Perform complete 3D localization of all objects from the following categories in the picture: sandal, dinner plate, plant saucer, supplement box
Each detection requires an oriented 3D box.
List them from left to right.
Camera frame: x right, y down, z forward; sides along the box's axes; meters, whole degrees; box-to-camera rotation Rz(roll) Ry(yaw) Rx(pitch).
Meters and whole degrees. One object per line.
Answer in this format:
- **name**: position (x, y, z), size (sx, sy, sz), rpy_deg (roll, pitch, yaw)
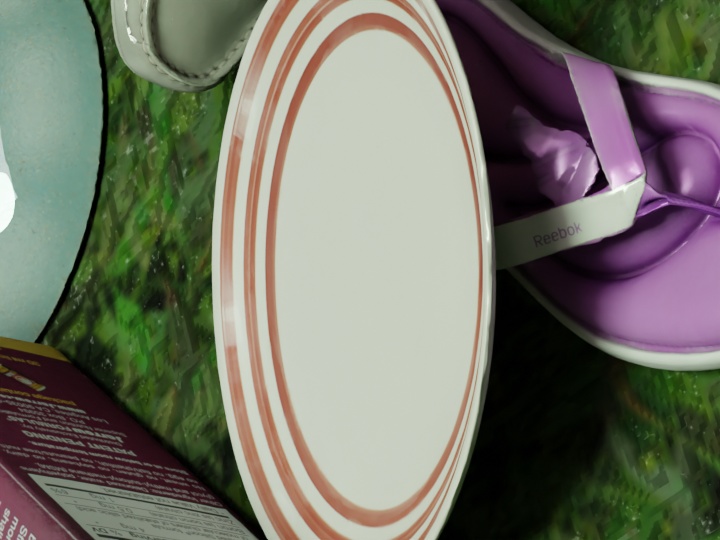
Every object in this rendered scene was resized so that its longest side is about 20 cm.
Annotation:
- **plant saucer**: position (-0.177, -0.041, 0.986), size (0.200, 0.039, 0.203), rpy_deg (-14, 71, 45)
- **supplement box**: position (-0.117, 0.114, 0.833), size (0.200, 0.103, 0.132), rpy_deg (37, 107, 47)
- **dinner plate**: position (0.000, 0.000, 0.762), size (0.200, 0.024, 0.202), rpy_deg (178, 90, -65)
- **sandal**: position (0.053, -0.030, 0.724), size (0.202, 0.050, 0.083), rpy_deg (32, 104, 47)

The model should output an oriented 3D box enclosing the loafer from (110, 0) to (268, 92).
- **loafer**: position (-0.026, -0.152, 0.828), size (0.070, 0.070, 0.201), rpy_deg (32, 103, 55)
